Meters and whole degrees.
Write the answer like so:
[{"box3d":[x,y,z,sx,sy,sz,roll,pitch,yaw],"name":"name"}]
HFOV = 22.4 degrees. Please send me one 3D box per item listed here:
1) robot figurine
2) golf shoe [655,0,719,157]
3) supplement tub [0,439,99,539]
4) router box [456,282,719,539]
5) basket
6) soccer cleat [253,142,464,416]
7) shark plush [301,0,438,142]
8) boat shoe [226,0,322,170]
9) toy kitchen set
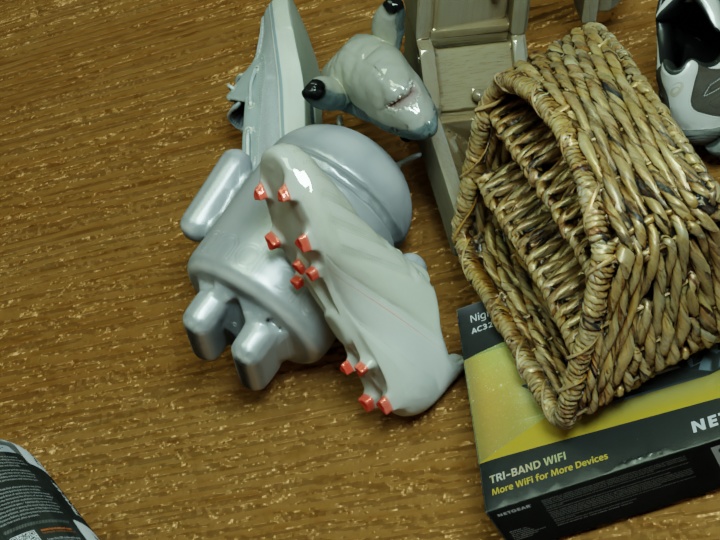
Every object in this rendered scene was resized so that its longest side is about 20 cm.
[{"box3d":[-0.040,-0.017,1.241,0.169,0.113,0.200,31,71,11],"name":"robot figurine"},{"box3d":[0.245,-0.174,1.220,0.077,0.095,0.201,-3,52,29],"name":"golf shoe"},{"box3d":[-0.234,0.191,1.178,0.122,0.123,0.200,-42,46,-7],"name":"supplement tub"},{"box3d":[0.165,0.065,1.099,0.199,0.052,0.158,-20,46,14],"name":"router box"},{"box3d":[0.123,-0.035,1.068,0.148,0.143,0.200,-28,43,4],"name":"basket"},{"box3d":[0.000,0.000,1.160,0.077,0.201,0.069,-34,18,-21],"name":"soccer cleat"},{"box3d":[0.005,-0.114,1.271,0.091,0.083,0.200,-48,5,-15],"name":"shark plush"},{"box3d":[-0.069,-0.127,1.376,0.071,0.070,0.202,-15,52,12],"name":"boat shoe"},{"box3d":[0.126,-0.151,1.209,0.162,0.201,0.181,-7,47,-8],"name":"toy kitchen set"}]
